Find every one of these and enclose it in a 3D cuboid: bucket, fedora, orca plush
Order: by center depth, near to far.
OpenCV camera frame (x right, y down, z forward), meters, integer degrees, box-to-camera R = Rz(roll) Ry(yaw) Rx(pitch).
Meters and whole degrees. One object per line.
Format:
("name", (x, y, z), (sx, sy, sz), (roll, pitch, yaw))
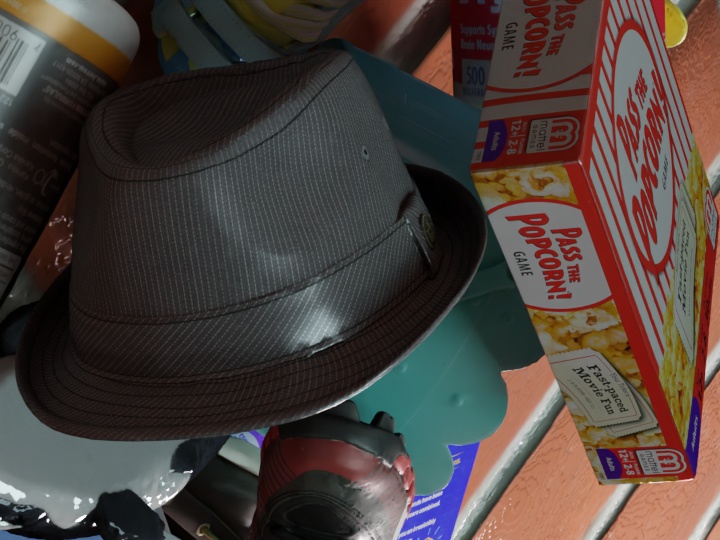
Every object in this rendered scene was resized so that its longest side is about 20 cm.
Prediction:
("fedora", (-0.047, -0.025, 0.799), (0.200, 0.176, 0.091), (-50, 132, -56))
("orca plush", (-0.116, 0.066, 0.868), (0.071, 0.105, 0.200), (-35, -175, 30))
("bucket", (0.000, 0.000, 1.028), (0.207, 0.134, 0.207), (-54, -164, 23))

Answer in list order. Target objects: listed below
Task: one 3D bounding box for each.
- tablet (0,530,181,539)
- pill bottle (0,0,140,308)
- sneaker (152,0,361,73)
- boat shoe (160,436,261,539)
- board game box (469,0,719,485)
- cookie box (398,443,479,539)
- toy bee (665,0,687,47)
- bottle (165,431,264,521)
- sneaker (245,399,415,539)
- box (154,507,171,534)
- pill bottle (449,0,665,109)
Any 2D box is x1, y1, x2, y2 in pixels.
("tablet", (-0.170, 0.164, 0.960), (0.200, 0.014, 0.130), (-38, 133, 20))
("pill bottle", (-0.177, -0.033, 0.824), (0.201, 0.116, 0.116), (-62, 151, -2))
("sneaker", (-0.029, -0.119, 0.930), (0.131, 0.080, 0.200), (-46, -170, 2))
("boat shoe", (-0.116, 0.084, 1.008), (0.200, 0.072, 0.060), (32, 73, -39))
("board game box", (0.103, -0.030, 0.905), (0.200, 0.046, 0.152), (63, 30, -44))
("cookie box", (-0.016, 0.156, 1.270), (0.171, 0.075, 0.201), (-11, 122, -54))
("toy bee", (0.142, -0.197, 1.207), (0.131, 0.109, 0.201), (24, 83, -19))
("bottle", (-0.093, 0.098, 1.111), (0.200, 0.065, 0.084), (-50, 142, -22))
("sneaker", (-0.022, 0.135, 0.965), (0.201, 0.071, 0.098), (103, 2, -54))
("box", (-0.153, 0.180, 1.023), (0.155, 0.041, 0.200), (-15, 139, -2))
("pill bottle", (0.100, -0.173, 1.118), (0.112, 0.112, 0.201), (-15, 105, -53))
